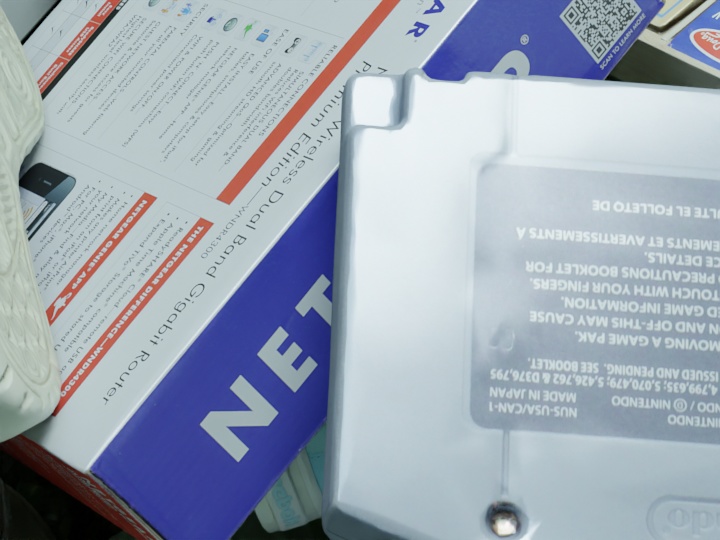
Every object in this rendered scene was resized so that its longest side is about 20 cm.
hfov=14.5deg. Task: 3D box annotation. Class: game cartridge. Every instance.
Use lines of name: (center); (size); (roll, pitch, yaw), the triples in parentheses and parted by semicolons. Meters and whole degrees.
game cartridge: (0.092, 0.023, 0.677); (0.200, 0.041, 0.133); (5, 66, -4)

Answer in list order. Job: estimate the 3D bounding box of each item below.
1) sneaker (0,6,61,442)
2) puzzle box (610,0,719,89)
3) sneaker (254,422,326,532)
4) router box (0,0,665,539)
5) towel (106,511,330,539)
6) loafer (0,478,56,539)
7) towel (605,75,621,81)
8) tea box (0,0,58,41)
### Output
sneaker: (-0.145, -0.014, 0.761); (0.111, 0.077, 0.200); (-25, 44, 11)
puzzle box: (0.101, -0.112, 0.833); (0.133, 0.025, 0.200); (-40, 41, -16)
sneaker: (0.000, 0.000, 0.838); (0.082, 0.074, 0.200); (-13, 39, 4)
router box: (-0.041, -0.032, 0.787); (0.200, 0.049, 0.179); (-50, 35, -10)
towel: (0.003, 0.094, 0.739); (0.149, 0.031, 0.200); (-19, 24, -5)
loafer: (-0.126, 0.098, 0.775); (0.076, 0.068, 0.200); (-22, 24, 6)
towel: (0.122, -0.035, 0.858); (0.200, 0.037, 0.148); (-40, 50, -15)
tea box: (-0.197, -0.153, 0.954); (0.133, 0.197, 0.200); (22, 61, 31)
